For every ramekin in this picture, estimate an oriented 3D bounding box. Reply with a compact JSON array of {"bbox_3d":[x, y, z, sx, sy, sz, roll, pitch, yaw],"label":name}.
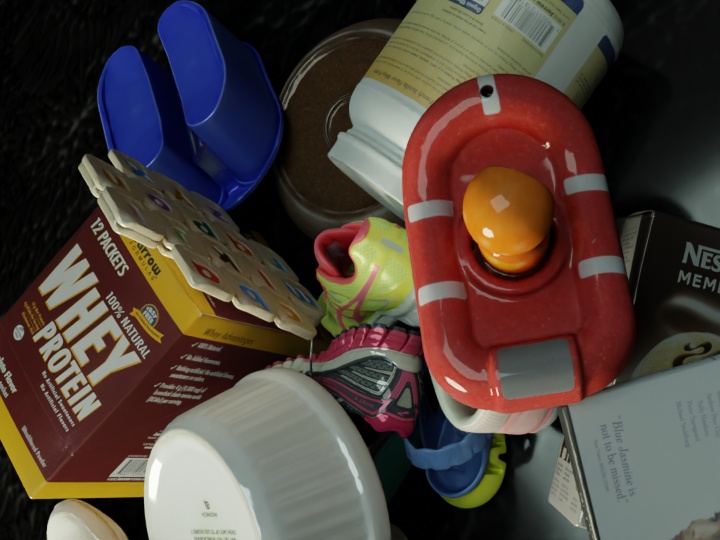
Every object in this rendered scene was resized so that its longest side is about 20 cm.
[{"bbox_3d":[-0.075,0.178,0.773,0.201,0.093,0.206,15,110,48],"label":"ramekin"}]

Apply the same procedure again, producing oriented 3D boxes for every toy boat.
[{"bbox_3d":[0.089,-0.025,0.640,0.128,0.131,0.203,-10,71,7],"label":"toy boat"}]

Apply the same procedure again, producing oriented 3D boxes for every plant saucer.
[{"bbox_3d":[-0.001,-0.118,0.913,0.197,0.034,0.204,-5,80,28],"label":"plant saucer"}]

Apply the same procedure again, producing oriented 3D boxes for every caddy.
[{"bbox_3d":[-0.144,-0.134,0.951,0.141,0.105,0.202,-35,49,15],"label":"caddy"}]

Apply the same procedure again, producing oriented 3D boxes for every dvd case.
[{"bbox_3d":[0.230,0.124,0.665,0.197,0.018,0.145,-15,91,-6],"label":"dvd case"}]

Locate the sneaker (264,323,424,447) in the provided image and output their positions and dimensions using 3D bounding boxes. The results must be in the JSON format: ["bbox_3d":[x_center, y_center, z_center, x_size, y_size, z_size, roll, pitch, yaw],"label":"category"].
[{"bbox_3d":[-0.023,0.101,0.816,0.200,0.080,0.076,-35,47,55],"label":"sneaker"}]

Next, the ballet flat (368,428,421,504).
[{"bbox_3d":[-0.019,0.185,0.855,0.067,0.068,0.202,29,95,36],"label":"ballet flat"}]

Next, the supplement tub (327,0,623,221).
[{"bbox_3d":[0.081,-0.128,0.789,0.144,0.144,0.201,36,89,29],"label":"supplement tub"}]

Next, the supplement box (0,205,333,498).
[{"bbox_3d":[-0.164,0.066,0.878,0.200,0.197,0.133,-45,63,14],"label":"supplement box"}]

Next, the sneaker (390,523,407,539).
[{"bbox_3d":[0.002,0.292,0.818,0.081,0.074,0.204,-3,81,27],"label":"sneaker"}]

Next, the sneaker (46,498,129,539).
[{"bbox_3d":[-0.237,0.291,0.939,0.074,0.099,0.202,-34,66,22],"label":"sneaker"}]

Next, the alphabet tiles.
[{"bbox_3d":[-0.112,-0.019,0.792,0.015,0.199,0.196,-52,43,9],"label":"alphabet tiles"}]

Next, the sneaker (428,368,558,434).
[{"bbox_3d":[0.102,0.017,0.725,0.075,0.104,0.204,22,107,45],"label":"sneaker"}]

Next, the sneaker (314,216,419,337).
[{"bbox_3d":[0.000,0.000,0.817,0.079,0.090,0.200,-65,14,-21],"label":"sneaker"}]

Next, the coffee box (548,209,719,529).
[{"bbox_3d":[0.206,0.073,0.713,0.111,0.080,0.203,13,89,-4],"label":"coffee box"}]

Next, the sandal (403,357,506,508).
[{"bbox_3d":[0.074,0.073,0.809,0.078,0.087,0.204,-4,78,30],"label":"sandal"}]
